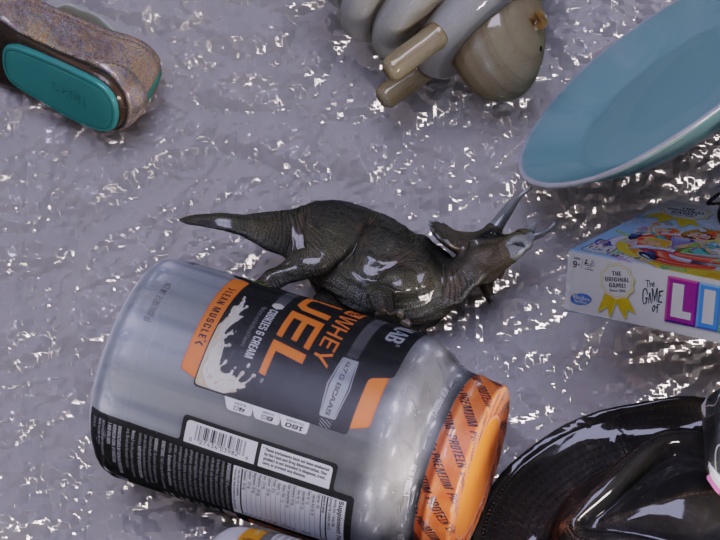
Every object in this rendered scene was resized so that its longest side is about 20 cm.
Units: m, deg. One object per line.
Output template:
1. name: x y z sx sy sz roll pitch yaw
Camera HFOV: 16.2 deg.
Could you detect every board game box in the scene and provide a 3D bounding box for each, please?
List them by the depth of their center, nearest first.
1. board game box: 0.224 0.009 1.310 0.199 0.134 0.034 12 108 27

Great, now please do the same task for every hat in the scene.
1. hat: 0.153 0.136 1.294 0.200 0.081 0.201 -3 63 5

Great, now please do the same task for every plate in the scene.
1. plate: 0.175 -0.102 1.389 0.200 0.200 0.026 -44 108 -16

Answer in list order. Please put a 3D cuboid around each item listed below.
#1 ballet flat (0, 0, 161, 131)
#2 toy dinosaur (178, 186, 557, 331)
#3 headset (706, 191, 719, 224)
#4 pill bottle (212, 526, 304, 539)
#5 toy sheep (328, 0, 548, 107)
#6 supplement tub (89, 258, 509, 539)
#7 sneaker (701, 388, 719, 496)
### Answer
1. ballet flat: -0.204 -0.143 1.502 0.200 0.068 0.067 29 49 14
2. toy dinosaur: 0.000 0.000 1.399 0.199 0.077 0.102 11 45 20
3. headset: 0.258 -0.087 1.385 0.123 0.094 0.200 32 54 26
4. pill bottle: 0.013 0.202 1.255 0.199 0.116 0.117 11 64 13
5. toy sheep: 0.034 -0.179 1.450 0.138 0.138 0.200 -35 81 -12
6. supplement tub: -0.030 0.077 1.322 0.199 0.123 0.123 17 65 13
7. sneaker: 0.266 0.077 1.272 0.199 0.086 0.081 4 53 -22
